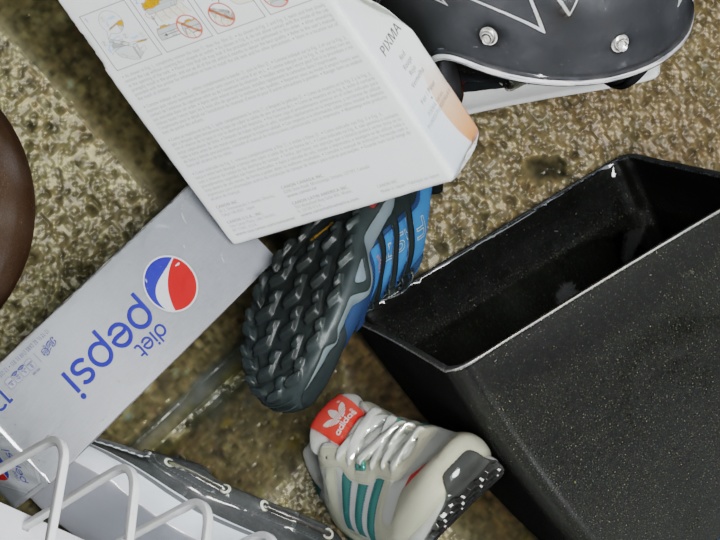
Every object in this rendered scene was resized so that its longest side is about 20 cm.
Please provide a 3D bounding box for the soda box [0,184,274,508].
[{"bbox_3d":[-0.140,0.039,1.374,0.068,0.063,0.200,47,59,-5],"label":"soda box"}]

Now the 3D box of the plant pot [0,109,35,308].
[{"bbox_3d":[-0.264,-0.041,1.322,0.186,0.200,0.187,1,87,-10],"label":"plant pot"}]

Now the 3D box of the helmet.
[{"bbox_3d":[0.091,-0.176,1.349,0.200,0.191,0.201,5,68,-14],"label":"helmet"}]

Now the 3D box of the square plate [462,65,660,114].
[{"bbox_3d":[0.070,-0.194,1.474,0.200,0.028,0.199,-12,89,-10],"label":"square plate"}]

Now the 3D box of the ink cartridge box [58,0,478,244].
[{"bbox_3d":[-0.055,-0.116,1.314,0.200,0.162,0.050,57,39,-23],"label":"ink cartridge box"}]

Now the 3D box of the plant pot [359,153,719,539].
[{"bbox_3d":[0.142,0.065,1.401,0.199,0.200,0.178,-30,105,-10],"label":"plant pot"}]

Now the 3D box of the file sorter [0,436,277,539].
[{"bbox_3d":[-0.121,0.190,1.287,0.200,0.124,0.139,29,50,-30],"label":"file sorter"}]

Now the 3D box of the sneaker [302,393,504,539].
[{"bbox_3d":[0.011,0.110,1.366,0.070,0.200,0.093,-43,89,-17],"label":"sneaker"}]

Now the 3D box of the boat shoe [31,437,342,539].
[{"bbox_3d":[-0.103,0.139,1.415,0.200,0.069,0.057,27,48,0],"label":"boat shoe"}]

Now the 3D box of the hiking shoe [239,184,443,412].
[{"bbox_3d":[0.000,0.000,1.399,0.087,0.074,0.200,42,59,-38],"label":"hiking shoe"}]
